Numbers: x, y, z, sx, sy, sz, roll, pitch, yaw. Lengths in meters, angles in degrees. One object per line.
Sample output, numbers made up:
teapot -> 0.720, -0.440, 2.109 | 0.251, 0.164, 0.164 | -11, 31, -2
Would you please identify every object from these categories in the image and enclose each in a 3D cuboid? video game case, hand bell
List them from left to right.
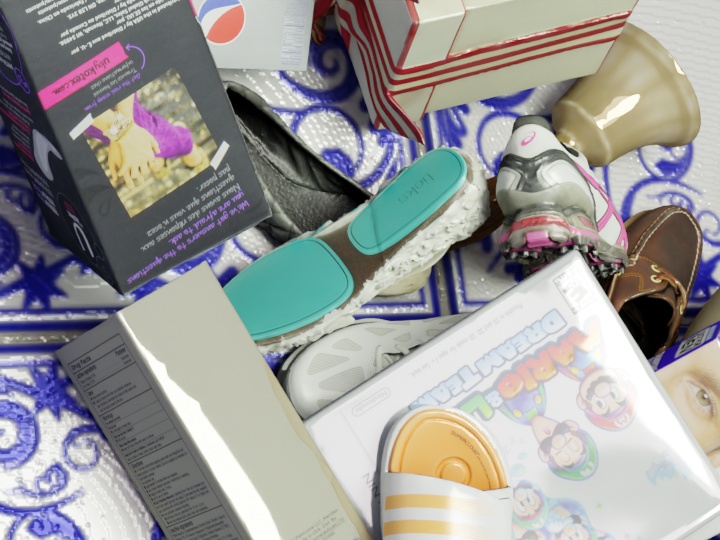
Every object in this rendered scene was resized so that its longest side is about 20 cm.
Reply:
video game case -> 0.093, 0.116, 1.323 | 0.200, 0.024, 0.182 | -32, 91, -8
hand bell -> 0.124, -0.074, 1.506 | 0.200, 0.104, 0.104 | -38, 95, -21

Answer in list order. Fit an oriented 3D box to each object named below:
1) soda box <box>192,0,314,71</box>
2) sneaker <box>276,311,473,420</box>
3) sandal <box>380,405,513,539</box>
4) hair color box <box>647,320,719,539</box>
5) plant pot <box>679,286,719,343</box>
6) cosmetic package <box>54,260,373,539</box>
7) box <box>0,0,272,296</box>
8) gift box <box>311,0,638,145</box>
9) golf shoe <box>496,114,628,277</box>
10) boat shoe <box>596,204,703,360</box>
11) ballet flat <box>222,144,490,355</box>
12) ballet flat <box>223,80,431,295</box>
soda box -> -0.131, -0.162, 1.378 | 0.200, 0.068, 0.063 | 0, 103, -30
sneaker -> 0.051, 0.050, 1.396 | 0.200, 0.115, 0.076 | -12, 81, -31
sandal -> 0.053, 0.181, 1.273 | 0.079, 0.059, 0.207 | 1, 87, -7
hair color box -> 0.167, 0.128, 1.393 | 0.109, 0.200, 0.065 | 59, 17, -1
plant pot -> 0.272, 0.103, 1.479 | 0.134, 0.200, 0.200 | -34, 93, -1
cosmetic package -> -0.086, 0.106, 1.311 | 0.073, 0.104, 0.200 | -31, 92, -32
box -> -0.148, -0.107, 1.273 | 0.106, 0.122, 0.200 | -29, 121, -17
gift box -> 0.065, -0.196, 1.413 | 0.187, 0.185, 0.200 | -13, 68, -12
golf shoe -> 0.131, -0.042, 1.428 | 0.073, 0.200, 0.092 | -6, 79, 10
boat shoe -> 0.188, 0.031, 1.505 | 0.070, 0.070, 0.200 | 43, 58, -18
ballet flat -> 0.000, 0.000, 1.387 | 0.200, 0.072, 0.072 | -33, 92, 1
ballet flat -> -0.033, -0.047, 1.413 | 0.200, 0.057, 0.066 | 36, 63, -18
